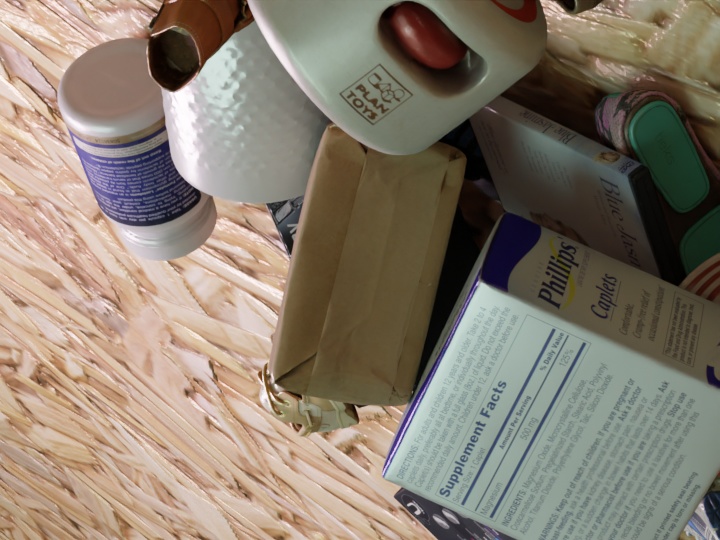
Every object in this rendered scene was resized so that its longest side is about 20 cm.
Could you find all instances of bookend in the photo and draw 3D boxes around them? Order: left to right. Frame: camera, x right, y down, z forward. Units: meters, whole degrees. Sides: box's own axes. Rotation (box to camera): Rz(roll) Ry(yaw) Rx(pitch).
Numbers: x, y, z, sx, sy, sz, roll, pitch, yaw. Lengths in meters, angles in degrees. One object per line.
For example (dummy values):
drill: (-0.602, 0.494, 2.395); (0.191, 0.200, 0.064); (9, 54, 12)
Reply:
bookend: (0.054, 0.012, 1.740); (0.200, 0.092, 0.199); (79, 166, -85)

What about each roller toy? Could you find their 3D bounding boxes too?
roller toy: (0.017, -0.174, 1.364); (0.183, 0.140, 0.200); (58, -158, 11)

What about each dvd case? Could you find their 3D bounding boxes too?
dvd case: (0.152, -0.045, 1.488); (0.200, 0.018, 0.143); (32, 153, 50)

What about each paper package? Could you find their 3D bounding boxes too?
paper package: (0.000, 0.000, 1.512); (0.103, 0.191, 0.200); (14, 178, -3)

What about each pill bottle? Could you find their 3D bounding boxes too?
pill bottle: (-0.198, -0.107, 1.937); (0.116, 0.116, 0.200); (29, 152, 31)

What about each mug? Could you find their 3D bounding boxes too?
mug: (-0.057, -0.161, 1.620); (0.200, 0.148, 0.175); (6, 135, 9)

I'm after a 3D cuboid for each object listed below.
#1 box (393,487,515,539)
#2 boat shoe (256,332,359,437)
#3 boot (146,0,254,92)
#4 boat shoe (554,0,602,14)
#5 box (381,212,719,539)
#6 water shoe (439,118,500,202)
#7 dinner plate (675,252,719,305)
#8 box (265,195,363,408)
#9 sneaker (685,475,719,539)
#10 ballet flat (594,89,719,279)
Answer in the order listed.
box: (0.129, 0.175, 1.873); (0.106, 0.122, 0.200); (44, 156, 0)
boat shoe: (-0.052, 0.100, 1.788); (0.200, 0.069, 0.074); (64, -177, -65)
boot: (-0.085, -0.219, 1.432); (0.074, 0.155, 0.200); (28, 150, 10)
boat shoe: (0.090, -0.244, 1.311); (0.200, 0.072, 0.072); (43, 156, 1)
box: (0.143, 0.088, 1.419); (0.200, 0.105, 0.184); (24, 123, 0)
water shoe: (0.056, -0.116, 1.565); (0.071, 0.079, 0.200); (16, 144, 48)
dinner plate: (0.301, 0.056, 1.431); (0.200, 0.024, 0.200); (8, 123, 12)
box: (-0.022, 0.015, 1.787); (0.158, 0.050, 0.200); (61, -174, -82)
sneaker: (0.297, 0.192, 1.719); (0.200, 0.077, 0.085); (42, 167, 22)
ballet flat: (0.221, -0.043, 1.453); (0.200, 0.069, 0.071); (56, 171, -21)
